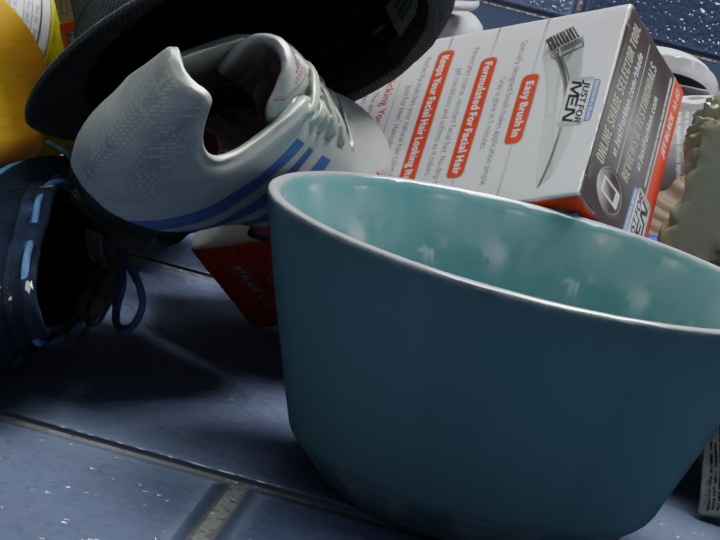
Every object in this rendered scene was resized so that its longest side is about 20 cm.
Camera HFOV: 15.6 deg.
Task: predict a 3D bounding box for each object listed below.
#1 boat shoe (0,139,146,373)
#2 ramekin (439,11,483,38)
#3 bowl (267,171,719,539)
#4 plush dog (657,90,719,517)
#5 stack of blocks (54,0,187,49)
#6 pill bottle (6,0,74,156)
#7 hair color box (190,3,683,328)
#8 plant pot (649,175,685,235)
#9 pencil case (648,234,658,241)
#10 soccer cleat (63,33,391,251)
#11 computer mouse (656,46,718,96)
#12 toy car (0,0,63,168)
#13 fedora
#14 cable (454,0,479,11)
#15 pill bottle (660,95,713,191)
[{"bbox_3d":[-0.120,0.004,1.038,0.068,0.085,0.200,-9,20,14],"label":"boat shoe"},{"bbox_3d":[-0.020,-0.123,1.582,0.199,0.098,0.201,12,10,-2],"label":"ramekin"},{"bbox_3d":[0.051,0.039,0.990,0.200,0.106,0.201,13,10,-2],"label":"bowl"},{"bbox_3d":[0.194,0.044,1.155,0.171,0.160,0.200,22,30,-51],"label":"plush dog"},{"bbox_3d":[-0.086,-0.111,1.265,0.058,0.116,0.200,-9,12,12],"label":"stack of blocks"},{"bbox_3d":[-0.199,-0.111,1.306,0.200,0.110,0.109,26,0,-42],"label":"pill bottle"},{"bbox_3d":[0.034,-0.044,1.169,0.199,0.111,0.064,-8,-43,33],"label":"hair color box"},{"bbox_3d":[0.200,0.007,1.374,0.200,0.093,0.201,12,11,-2],"label":"plant pot"},{"bbox_3d":[0.096,0.001,1.291,0.078,0.087,0.200,15,9,-36],"label":"pencil case"},{"bbox_3d":[-0.033,-0.056,1.048,0.070,0.086,0.200,48,28,17],"label":"soccer cleat"},{"bbox_3d":[0.163,-0.081,1.594,0.109,0.200,0.044,12,56,-10],"label":"computer mouse"},{"bbox_3d":[-0.222,-0.071,1.142,0.149,0.176,0.200,-20,-1,20],"label":"toy car"},{"bbox_3d":[-0.056,-0.126,1.097,0.199,0.091,0.177,-5,-24,-38],"label":"fedora"},{"bbox_3d":[-0.023,-0.198,1.515,0.199,0.070,0.200,11,10,-5],"label":"cable"},{"bbox_3d":[0.181,-0.045,1.504,0.199,0.111,0.111,-1,8,11],"label":"pill bottle"}]
